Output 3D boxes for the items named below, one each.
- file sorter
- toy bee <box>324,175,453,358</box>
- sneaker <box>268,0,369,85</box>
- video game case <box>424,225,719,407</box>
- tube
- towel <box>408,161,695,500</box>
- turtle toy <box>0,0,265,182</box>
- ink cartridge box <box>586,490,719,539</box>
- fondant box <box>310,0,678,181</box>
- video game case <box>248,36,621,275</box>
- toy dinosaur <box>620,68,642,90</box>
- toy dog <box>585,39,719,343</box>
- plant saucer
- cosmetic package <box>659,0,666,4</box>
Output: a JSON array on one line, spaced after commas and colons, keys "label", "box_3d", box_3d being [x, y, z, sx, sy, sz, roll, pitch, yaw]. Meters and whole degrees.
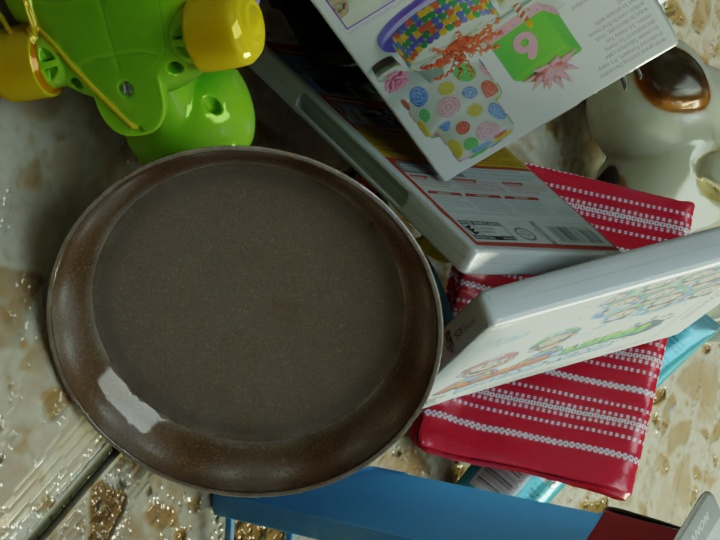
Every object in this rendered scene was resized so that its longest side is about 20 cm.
[{"label": "file sorter", "box_3d": [0.034, 0.188, 1.089, 0.138, 0.199, 0.123, -2, 97, -49]}, {"label": "toy bee", "box_3d": [0.000, 0.000, 1.125, 0.130, 0.200, 0.109, -21, 82, -11]}, {"label": "sneaker", "box_3d": [0.022, -0.130, 1.108, 0.200, 0.071, 0.098, 36, 40, -22]}, {"label": "video game case", "box_3d": [0.129, 0.025, 1.121, 0.199, 0.182, 0.024, -14, 76, -20]}, {"label": "tube", "box_3d": [0.138, 0.084, 1.259, 0.077, 0.050, 0.200, 42, 84, -8]}, {"label": "towel", "box_3d": [0.121, 0.034, 1.241, 0.022, 0.144, 0.201, 94, 11, -75]}, {"label": "turtle toy", "box_3d": [-0.107, -0.132, 0.967, 0.101, 0.145, 0.201, -52, 133, -61]}, {"label": "ink cartridge box", "box_3d": [0.119, 0.225, 0.979, 0.200, 0.084, 0.176, -52, 133, -30]}, {"label": "fondant box", "box_3d": [0.050, -0.161, 1.000, 0.200, 0.144, 0.058, 52, 15, -33]}, {"label": "video game case", "box_3d": [0.040, -0.063, 1.102, 0.143, 0.200, 0.017, 1, 127, -50]}, {"label": "toy dinosaur", "box_3d": [0.092, -0.174, 1.248, 0.181, 0.105, 0.200, -24, 77, -44]}, {"label": "toy dog", "box_3d": [0.195, -0.056, 1.338, 0.193, 0.140, 0.201, 3, 91, -13]}, {"label": "plant saucer", "box_3d": [-0.057, 0.023, 1.002, 0.032, 0.199, 0.201, -82, 155, -63]}, {"label": "cosmetic package", "box_3d": [0.111, -0.218, 1.173, 0.051, 0.082, 0.201, 35, 32, -44]}]
